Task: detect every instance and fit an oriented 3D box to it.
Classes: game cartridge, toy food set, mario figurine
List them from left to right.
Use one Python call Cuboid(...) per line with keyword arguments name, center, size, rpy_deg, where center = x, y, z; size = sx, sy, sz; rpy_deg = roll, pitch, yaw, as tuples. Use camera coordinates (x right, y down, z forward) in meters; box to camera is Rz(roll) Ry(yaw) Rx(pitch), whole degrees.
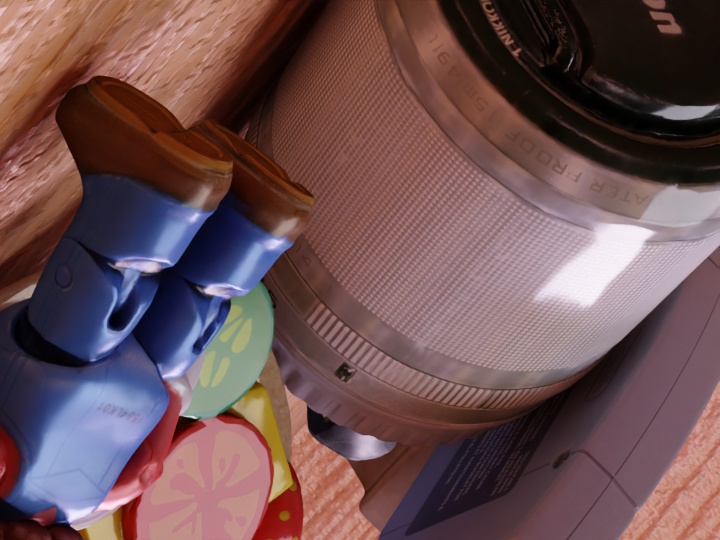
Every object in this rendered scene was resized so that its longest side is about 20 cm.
Cuboid(name="mario figurine", center=(-0.106, 0.037, 0.637), size=(0.200, 0.123, 0.106), rpy_deg=(-57, -159, 7))
Cuboid(name="toy food set", center=(-0.096, 0.089, 0.747), size=(0.200, 0.049, 0.198), rpy_deg=(-35, 129, -28))
Cuboid(name="game cartridge", center=(0.080, 0.059, 0.873), size=(0.133, 0.042, 0.200), rpy_deg=(-24, -158, 46))

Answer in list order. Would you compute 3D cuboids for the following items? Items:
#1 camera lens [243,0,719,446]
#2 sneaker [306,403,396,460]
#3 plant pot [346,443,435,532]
Cuboid(name="camera lens", center=(0.051, -0.045, 0.798), size=(0.160, 0.160, 0.200), rpy_deg=(-42, 174, -40))
Cuboid(name="sneaker", center=(0.000, 0.000, 0.963), size=(0.200, 0.074, 0.085), rpy_deg=(-79, -176, -55))
Cuboid(name="plant pot", center=(0.035, 0.029, 1.251), size=(0.200, 0.175, 0.200), rpy_deg=(-45, 176, -4))
